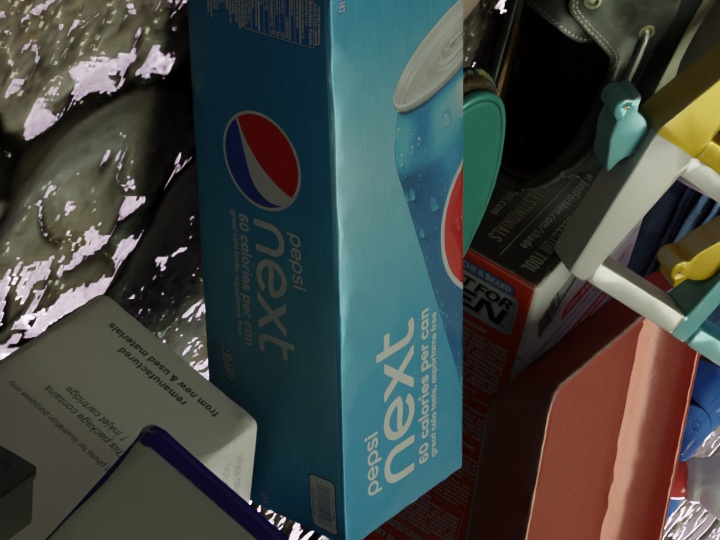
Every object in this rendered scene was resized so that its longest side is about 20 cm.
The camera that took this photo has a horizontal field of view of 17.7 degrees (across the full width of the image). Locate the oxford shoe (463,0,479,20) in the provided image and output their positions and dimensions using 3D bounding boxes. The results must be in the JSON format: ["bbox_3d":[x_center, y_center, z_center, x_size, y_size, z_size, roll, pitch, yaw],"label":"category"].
[{"bbox_3d":[0.071,-0.150,0.786,0.201,0.073,0.071,-55,156,6],"label":"oxford shoe"}]

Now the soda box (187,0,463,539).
[{"bbox_3d":[-0.009,-0.016,0.766,0.068,0.064,0.201,-29,129,-42],"label":"soda box"}]

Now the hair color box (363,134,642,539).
[{"bbox_3d":[0.060,0.036,1.011,0.111,0.064,0.201,-44,156,-42],"label":"hair color box"}]

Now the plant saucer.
[{"bbox_3d":[0.088,0.105,0.980,0.200,0.036,0.201,-31,134,-58],"label":"plant saucer"}]

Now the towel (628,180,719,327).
[{"bbox_3d":[0.190,-0.037,1.177,0.111,0.048,0.201,-17,137,-54],"label":"towel"}]

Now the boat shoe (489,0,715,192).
[{"bbox_3d":[0.094,-0.115,0.878,0.067,0.072,0.201,-22,143,-37],"label":"boat shoe"}]

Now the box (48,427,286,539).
[{"bbox_3d":[-0.012,0.171,0.710,0.105,0.184,0.200,-47,156,-11],"label":"box"}]

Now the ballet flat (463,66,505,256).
[{"bbox_3d":[0.000,0.000,0.871,0.074,0.074,0.201,-25,140,-46],"label":"ballet flat"}]

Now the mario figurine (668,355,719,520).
[{"bbox_3d":[0.149,0.139,1.273,0.200,0.106,0.124,-43,156,-24],"label":"mario figurine"}]

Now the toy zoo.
[{"bbox_3d":[0.167,-0.023,0.921,0.199,0.021,0.131,31,109,-34],"label":"toy zoo"}]

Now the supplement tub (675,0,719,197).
[{"bbox_3d":[0.191,-0.132,0.953,0.132,0.132,0.201,-12,135,-55],"label":"supplement tub"}]

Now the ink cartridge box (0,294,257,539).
[{"bbox_3d":[-0.135,0.124,0.772,0.200,0.084,0.146,-36,150,-33],"label":"ink cartridge box"}]
